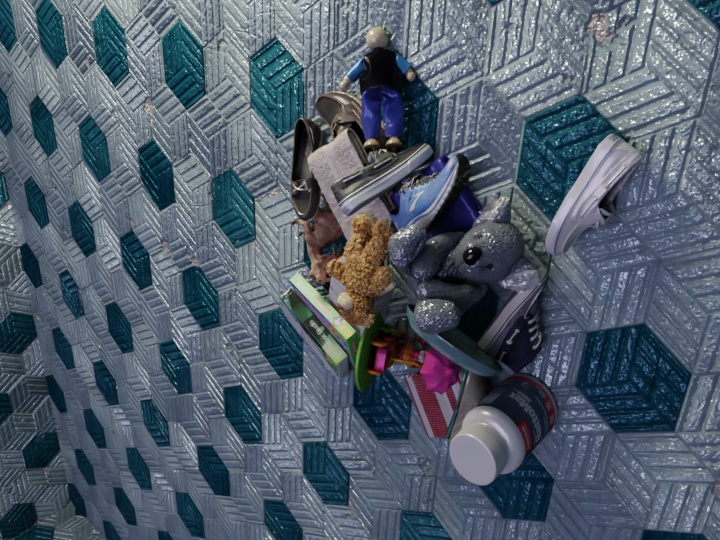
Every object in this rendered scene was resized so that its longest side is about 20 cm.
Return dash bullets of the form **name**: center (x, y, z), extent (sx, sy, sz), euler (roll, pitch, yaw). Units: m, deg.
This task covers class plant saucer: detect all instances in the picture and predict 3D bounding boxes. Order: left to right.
- **plant saucer**: center (0.158, 0.125, 1.144), extent (0.199, 0.199, 0.028), euler (38, 99, 26)

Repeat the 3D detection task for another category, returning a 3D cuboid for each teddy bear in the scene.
- **teddy bear**: center (0.000, 0.000, 1.185), extent (0.144, 0.066, 0.203), euler (37, 109, 25)

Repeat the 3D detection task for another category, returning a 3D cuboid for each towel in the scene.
- **towel**: center (-0.015, -0.146, 1.215), extent (0.131, 0.034, 0.203), euler (-22, 100, 45)
- **towel**: center (0.127, -0.099, 1.180), extent (0.199, 0.049, 0.149), euler (-35, 89, 46)
- **towel**: center (0.185, 0.265, 1.300), extent (0.198, 0.023, 0.147), euler (-14, 99, 47)

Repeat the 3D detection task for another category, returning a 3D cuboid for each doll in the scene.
- **doll**: center (0.029, -0.319, 1.138), extent (0.133, 0.048, 0.206), euler (-1, 91, 5)

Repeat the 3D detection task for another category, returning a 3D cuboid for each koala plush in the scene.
- **koala plush**: center (0.180, -0.016, 1.055), extent (0.198, 0.182, 0.181), euler (-31, 73, 30)

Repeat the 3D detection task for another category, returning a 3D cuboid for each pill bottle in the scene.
- **pill bottle**: center (0.242, 0.272, 1.118), extent (0.118, 0.198, 0.122), euler (19, 121, 35)

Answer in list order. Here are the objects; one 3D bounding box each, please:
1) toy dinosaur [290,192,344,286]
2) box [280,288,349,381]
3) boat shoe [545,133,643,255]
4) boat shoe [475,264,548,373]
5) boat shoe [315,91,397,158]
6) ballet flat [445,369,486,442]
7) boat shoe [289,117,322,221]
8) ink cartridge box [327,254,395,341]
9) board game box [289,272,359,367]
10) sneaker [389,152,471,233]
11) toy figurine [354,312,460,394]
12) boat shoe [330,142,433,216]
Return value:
- **toy dinosaur**: center (-0.065, -0.083, 1.348), extent (0.134, 0.086, 0.203), euler (34, 113, 14)
- **box**: center (-0.100, 0.146, 1.461), extent (0.200, 0.036, 0.145), euler (46, 165, 18)
- **boat shoe**: center (0.337, -0.095, 0.957), extent (0.065, 0.073, 0.203), euler (42, 133, 27)
- **boat shoe**: center (0.281, 0.086, 1.103), extent (0.092, 0.075, 0.202), euler (36, 132, 9)
- **boat shoe**: center (-0.018, -0.271, 1.219), extent (0.199, 0.073, 0.076), euler (37, 130, 26)
- **ballet flat**: center (0.206, 0.251, 1.220), extent (0.061, 0.068, 0.203), euler (17, 130, 12)
- **boat shoe**: center (-0.114, -0.201, 1.291), extent (0.065, 0.057, 0.205), euler (-4, 77, 29)
- **ink cartridge box**: center (-0.004, 0.057, 1.330), extent (0.117, 0.067, 0.201), euler (48, 154, 18)
- **board game box**: center (-0.070, 0.107, 1.409), extent (0.200, 0.029, 0.136), euler (43, 164, 30)
- **sneaker**: center (0.106, -0.128, 1.092), extent (0.089, 0.078, 0.200), euler (47, 135, 7)
- **toy figurine**: center (0.106, 0.171, 1.256), extent (0.180, 0.199, 0.154), euler (11, 97, 18)
- **boat shoe**: center (0.037, -0.174, 1.126), extent (0.072, 0.198, 0.072), euler (56, 163, 0)
